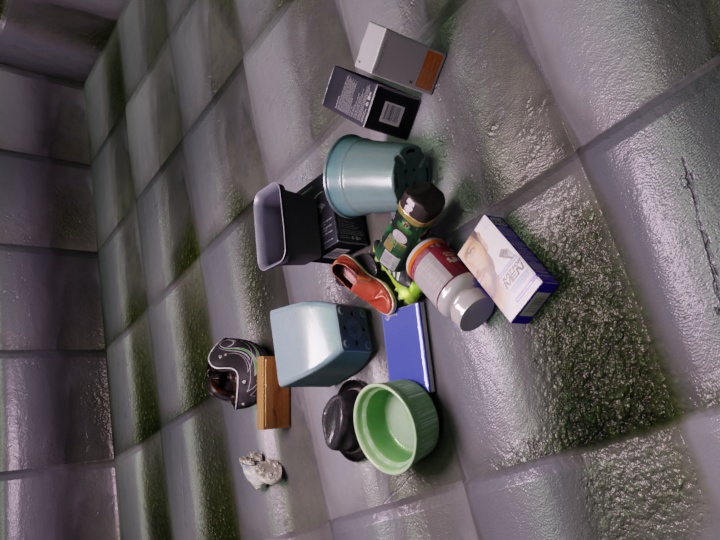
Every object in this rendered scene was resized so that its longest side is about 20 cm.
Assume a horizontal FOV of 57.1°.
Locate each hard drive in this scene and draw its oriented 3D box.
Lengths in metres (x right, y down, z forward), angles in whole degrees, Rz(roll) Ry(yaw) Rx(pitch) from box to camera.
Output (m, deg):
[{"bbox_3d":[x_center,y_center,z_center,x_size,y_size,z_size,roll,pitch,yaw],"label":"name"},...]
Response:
[{"bbox_3d":[0.110,0.189,1.551,0.131,0.025,0.205,-21,71,47],"label":"hard drive"}]

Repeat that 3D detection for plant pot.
[{"bbox_3d":[0.048,-0.220,1.556,0.193,0.198,0.205,7,92,41],"label":"plant pot"},{"bbox_3d":[-0.084,0.174,1.667,0.198,0.194,0.200,-23,68,37],"label":"plant pot"}]

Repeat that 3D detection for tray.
[{"bbox_3d":[-0.249,0.350,1.905,0.037,0.097,0.205,-8,80,47],"label":"tray"}]

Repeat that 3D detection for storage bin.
[{"bbox_3d":[-0.182,-0.100,1.664,0.144,0.132,0.205,-21,70,46],"label":"storage bin"}]

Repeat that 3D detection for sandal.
[{"bbox_3d":[0.000,-0.001,1.693,0.199,0.047,0.077,-9,81,59],"label":"sandal"}]

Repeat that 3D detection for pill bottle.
[{"bbox_3d":[0.190,0.029,1.408,0.201,0.108,0.111,51,123,39],"label":"pill bottle"}]

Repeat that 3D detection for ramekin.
[{"bbox_3d":[0.084,0.344,1.488,0.198,0.096,0.205,10,104,46],"label":"ramekin"}]

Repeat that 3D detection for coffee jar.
[{"bbox_3d":[0.109,-0.097,1.454,0.085,0.104,0.202,40,134,14],"label":"coffee jar"}]

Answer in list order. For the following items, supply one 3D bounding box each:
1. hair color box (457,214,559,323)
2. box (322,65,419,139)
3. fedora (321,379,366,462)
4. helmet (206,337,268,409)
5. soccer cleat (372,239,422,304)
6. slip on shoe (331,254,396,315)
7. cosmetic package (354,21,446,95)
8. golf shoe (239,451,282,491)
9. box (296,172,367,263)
[{"bbox_3d":[0.291,-0.004,1.327,0.110,0.064,0.201,-58,45,29],"label":"hair color box"},{"bbox_3d":[0.023,-0.413,1.625,0.199,0.146,0.106,39,115,44],"label":"box"},{"bbox_3d":[-0.041,0.378,1.658,0.199,0.090,0.206,-8,80,50],"label":"fedora"},{"bbox_3d":[-0.355,0.307,1.966,0.188,0.200,0.204,24,107,10],"label":"helmet"},{"bbox_3d":[0.094,-0.009,1.571,0.081,0.067,0.202,-42,53,15],"label":"soccer cleat"},{"bbox_3d":[0.006,0.039,1.595,0.199,0.061,0.075,42,128,19],"label":"slip on shoe"},{"bbox_3d":[0.093,-0.480,1.507,0.071,0.197,0.103,40,116,44],"label":"cosmetic package"},{"bbox_3d":[-0.286,0.610,1.960,0.198,0.077,0.100,5,107,55],"label":"golf shoe"},{"bbox_3d":[-0.077,-0.139,1.737,0.147,0.103,0.205,-26,66,46],"label":"box"}]
